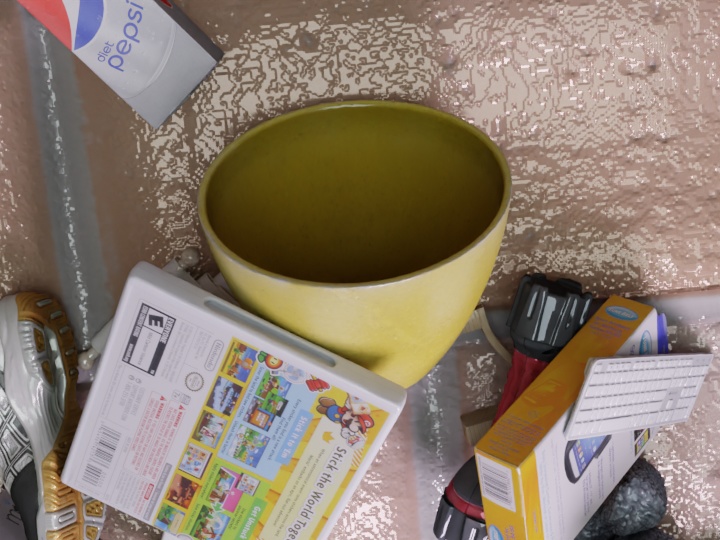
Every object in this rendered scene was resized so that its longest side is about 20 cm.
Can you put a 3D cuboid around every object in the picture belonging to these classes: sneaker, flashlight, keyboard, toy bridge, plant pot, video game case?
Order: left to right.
[{"bbox_3d":[-0.243,0.120,0.835,0.087,0.076,0.202,-12,86,16],"label":"sneaker"},{"bbox_3d":[-0.089,0.108,0.745,0.181,0.023,0.201,26,126,-2],"label":"video game case"},{"bbox_3d":[0.000,0.000,0.771,0.198,0.201,0.143,-5,129,-1],"label":"plant pot"},{"bbox_3d":[0.109,0.111,0.875,0.067,0.027,0.202,-15,105,-1],"label":"toy bridge"},{"bbox_3d":[0.108,0.104,0.824,0.067,0.068,0.202,11,104,-15],"label":"flashlight"},{"bbox_3d":[0.199,0.085,0.808,0.011,0.199,0.057,20,100,37],"label":"keyboard"}]

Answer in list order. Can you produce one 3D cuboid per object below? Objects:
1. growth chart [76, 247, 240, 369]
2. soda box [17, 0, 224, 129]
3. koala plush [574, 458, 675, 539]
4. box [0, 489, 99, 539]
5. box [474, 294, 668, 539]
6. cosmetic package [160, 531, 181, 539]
[{"bbox_3d":[-0.099,0.081,0.864,0.199,0.018,0.145,37,102,-10],"label":"growth chart"},{"bbox_3d":[-0.183,-0.187,0.760,0.063,0.068,0.200,-44,103,10],"label":"soda box"},{"bbox_3d":[0.215,0.270,0.821,0.184,0.200,0.177,-46,103,0],"label":"koala plush"},{"bbox_3d":[-0.225,0.272,0.817,0.176,0.200,0.097,35,101,-10],"label":"box"},{"bbox_3d":[0.155,0.109,0.805,0.041,0.200,0.120,18,135,35],"label":"box"},{"bbox_3d":[-0.083,0.162,0.840,0.101,0.074,0.202,17,112,-1],"label":"cosmetic package"}]
